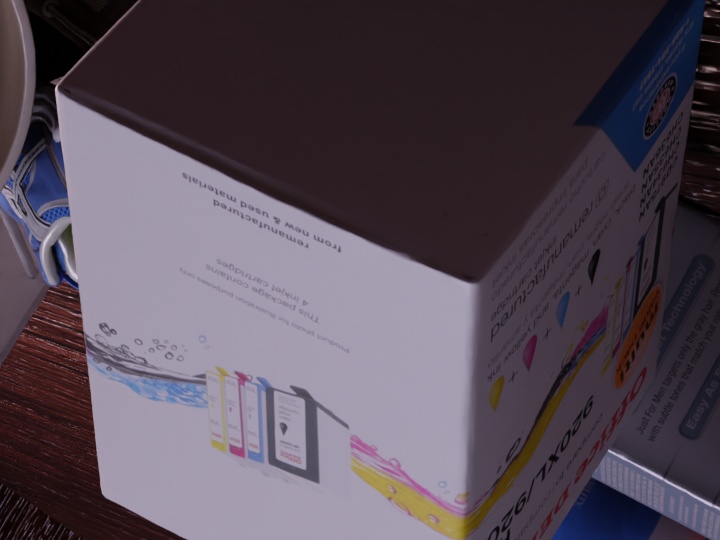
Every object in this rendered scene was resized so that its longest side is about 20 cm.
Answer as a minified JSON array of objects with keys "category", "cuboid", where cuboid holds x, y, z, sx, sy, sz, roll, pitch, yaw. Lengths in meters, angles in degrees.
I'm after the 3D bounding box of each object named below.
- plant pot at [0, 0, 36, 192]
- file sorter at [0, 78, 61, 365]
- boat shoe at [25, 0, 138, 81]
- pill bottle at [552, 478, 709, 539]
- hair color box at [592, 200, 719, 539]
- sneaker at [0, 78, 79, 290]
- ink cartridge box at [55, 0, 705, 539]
[{"category":"plant pot","cuboid":[-0.229,-0.113,1.046,0.187,0.187,0.200,36,-166,-26]},{"category":"file sorter","cuboid":[-0.209,-0.041,1.232,0.139,0.200,0.125,28,165,9]},{"category":"boat shoe","cuboid":[-0.133,-0.108,1.085,0.075,0.075,0.202,40,164,-36]},{"category":"pill bottle","cuboid":[0.107,0.125,1.361,0.200,0.112,0.112,30,167,-4]},{"category":"hair color box","cuboid":[0.164,0.058,1.002,0.200,0.099,0.061,28,168,12]},{"category":"sneaker","cuboid":[-0.108,-0.029,1.031,0.076,0.077,0.200,18,171,-18]},{"category":"ink cartridge box","cuboid":[0.009,-0.006,0.857,0.145,0.147,0.200,25,144,20]}]
